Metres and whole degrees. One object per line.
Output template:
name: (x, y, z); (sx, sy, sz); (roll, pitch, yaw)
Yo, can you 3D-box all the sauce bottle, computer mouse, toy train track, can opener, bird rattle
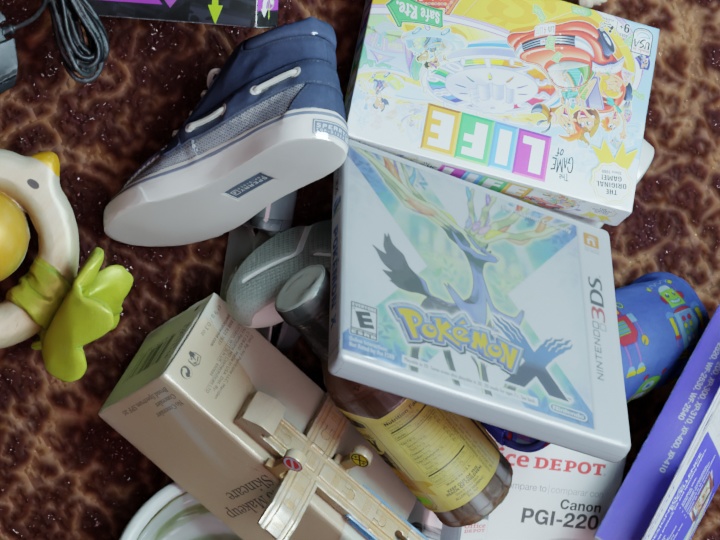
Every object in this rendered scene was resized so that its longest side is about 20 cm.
sauce bottle: (0.020, 0.078, 1.210); (0.065, 0.065, 0.200); (-41, 115, -4)
computer mouse: (-0.267, -0.161, 1.186); (0.198, 0.046, 0.142); (-16, 102, 2)
toy train track: (0.004, 0.147, 1.225); (0.200, 0.032, 0.115); (42, 52, -18)
can opener: (-0.056, -0.045, 1.283); (0.066, 0.053, 0.202); (1, 101, -47)
bird rattle: (-0.249, 0.004, 1.232); (0.198, 0.113, 0.165); (-7, 90, 1)

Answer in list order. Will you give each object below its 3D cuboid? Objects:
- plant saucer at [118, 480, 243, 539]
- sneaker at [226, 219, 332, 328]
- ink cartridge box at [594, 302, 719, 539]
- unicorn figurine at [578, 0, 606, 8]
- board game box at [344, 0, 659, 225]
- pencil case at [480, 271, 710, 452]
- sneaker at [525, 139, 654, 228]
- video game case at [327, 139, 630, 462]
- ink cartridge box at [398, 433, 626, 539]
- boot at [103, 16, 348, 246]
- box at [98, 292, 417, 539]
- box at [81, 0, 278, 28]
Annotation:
plant saucer: (-0.093, 0.238, 1.292); (0.198, 0.050, 0.202); (13, 67, -32)
sneaker: (0.000, 0.000, 1.260); (0.199, 0.070, 0.081); (-28, 123, -31)
ink cartridge box: (0.224, 0.111, 1.289); (0.043, 0.200, 0.199); (26, 81, 18)
unicorn figurine: (0.124, -0.239, 1.236); (0.200, 0.074, 0.138); (37, 79, -35)
board game box: (0.093, -0.121, 1.267); (0.198, 0.034, 0.136); (14, 73, -9)
pencil case: (0.154, 0.063, 1.289); (0.199, 0.078, 0.087); (-20, 150, -44)
sneaker: (0.112, -0.031, 1.313); (0.084, 0.073, 0.201); (38, 80, -11)
video game case: (0.074, 0.017, 1.192); (0.198, 0.184, 0.022); (18, 135, -18)
ink cartridge box: (0.096, 0.194, 1.339); (0.144, 0.085, 0.202); (7, 96, -15)
boot: (-0.087, -0.086, 1.229); (0.072, 0.199, 0.091); (26, 52, -46)
box: (-0.064, 0.118, 1.266); (0.200, 0.095, 0.078); (42, 50, -14)
box: (-0.118, -0.257, 1.191); (0.141, 0.036, 0.202); (6, 99, 21)
